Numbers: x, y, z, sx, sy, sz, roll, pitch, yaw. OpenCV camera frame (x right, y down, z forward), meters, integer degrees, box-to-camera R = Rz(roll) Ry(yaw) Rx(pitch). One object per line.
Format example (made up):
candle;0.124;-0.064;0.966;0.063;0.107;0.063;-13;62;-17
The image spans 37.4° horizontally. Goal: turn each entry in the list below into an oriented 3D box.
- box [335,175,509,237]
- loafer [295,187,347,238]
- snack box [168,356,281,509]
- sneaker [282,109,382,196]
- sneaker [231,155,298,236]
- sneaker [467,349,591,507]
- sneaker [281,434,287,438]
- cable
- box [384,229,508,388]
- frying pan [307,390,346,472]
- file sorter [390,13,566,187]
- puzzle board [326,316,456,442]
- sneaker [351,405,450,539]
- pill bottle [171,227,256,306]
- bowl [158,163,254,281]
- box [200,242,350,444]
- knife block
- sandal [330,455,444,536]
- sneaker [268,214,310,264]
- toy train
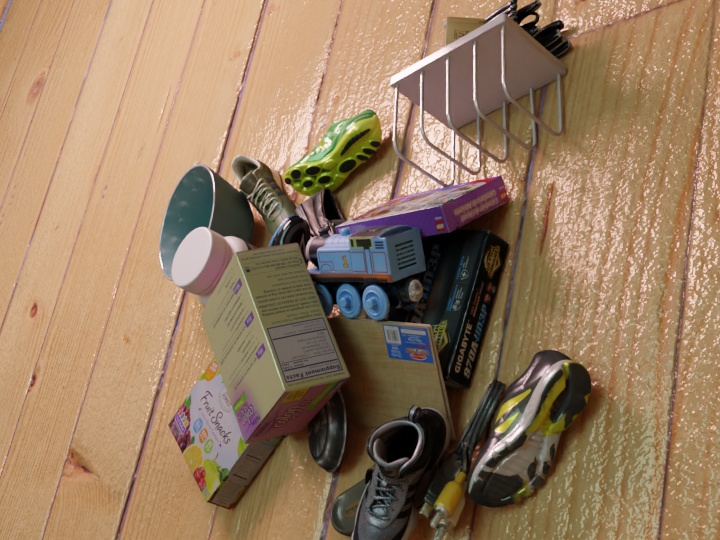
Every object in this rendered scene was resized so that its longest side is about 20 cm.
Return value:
box;0.081;-0.076;1.428;0.199;0.136;0.039;-8;105;46
loafer;-0.042;-0.065;1.609;0.063;0.072;0.200;-47;37;8
snack box;-0.209;0.242;1.618;0.143;0.053;0.200;-54;38;7
sneaker;-0.038;-0.184;1.687;0.199;0.074;0.084;-30;29;31
sneaker;-0.163;-0.122;1.762;0.067;0.090;0.201;-47;40;16
sneaker;0.187;0.178;1.205;0.201;0.074;0.085;-55;18;10
sneaker;-0.120;0.159;1.570;0.095;0.079;0.200;-38;43;-1
cable;0.127;0.228;1.254;0.050;0.097;0.201;29;68;16
box;0.099;0.047;1.393;0.158;0.046;0.202;2;69;49
frying pan;-0.046;0.177;1.448;0.115;0.031;0.192;151;121;-65
file sorter;0.156;-0.216;1.418;0.199;0.138;0.126;-23;53;39
puzzle board;0.037;0.135;1.367;0.199;0.017;0.152;1;108;49
sneaker;0.032;0.246;1.234;0.075;0.114;0.202;24;84;25
pill bottle;-0.177;0.018;1.601;0.113;0.199;0.114;-27;48;35
bowl;-0.251;-0.069;1.802;0.200;0.104;0.203;-30;52;48
box;-0.118;0.097;1.413;0.176;0.096;0.202;-53;53;51
knife block;0.199;-0.295;1.494;0.201;0.173;0.065;93;-177;-62
sandal;0.026;0.268;1.330;0.199;0.054;0.082;-35;47;30
sneaker;-0.093;0.021;1.545;0.082;0.070;0.202;-3;77;46
toy train;0.000;0.000;1.387;0.199;0.086;0.116;1;102;46
